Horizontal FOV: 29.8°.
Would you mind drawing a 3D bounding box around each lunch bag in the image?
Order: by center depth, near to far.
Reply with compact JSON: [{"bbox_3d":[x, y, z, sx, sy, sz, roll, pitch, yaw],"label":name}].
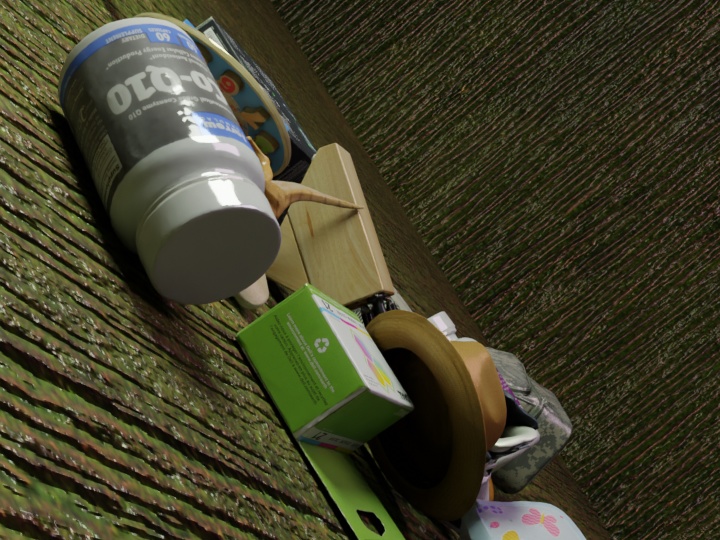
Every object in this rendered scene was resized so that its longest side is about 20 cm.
[{"bbox_3d":[0.186,0.319,1.286,0.200,0.127,0.170,43,10,-33],"label":"lunch bag"},{"bbox_3d":[0.179,0.189,1.851,0.168,0.139,0.200,38,9,-9],"label":"lunch bag"}]

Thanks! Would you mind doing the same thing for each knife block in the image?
[{"bbox_3d":[0.000,0.000,1.326,0.175,0.201,0.064,26,1,12],"label":"knife block"}]

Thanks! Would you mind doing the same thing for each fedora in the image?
[{"bbox_3d":[0.072,0.121,1.204,0.200,0.082,0.201,32,-48,45],"label":"fedora"}]

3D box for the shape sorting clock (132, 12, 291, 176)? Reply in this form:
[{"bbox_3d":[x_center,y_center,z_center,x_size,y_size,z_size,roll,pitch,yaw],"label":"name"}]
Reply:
[{"bbox_3d":[-0.148,-0.161,1.282,0.200,0.039,0.200,35,-19,14],"label":"shape sorting clock"}]

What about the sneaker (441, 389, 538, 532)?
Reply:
[{"bbox_3d":[0.117,0.179,1.302,0.129,0.079,0.200,15,-61,51],"label":"sneaker"}]

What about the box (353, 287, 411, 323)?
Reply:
[{"bbox_3d":[0.031,0.093,1.463,0.068,0.082,0.200,53,6,-25],"label":"box"}]

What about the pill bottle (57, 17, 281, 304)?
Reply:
[{"bbox_3d":[-0.136,-0.079,0.967,0.200,0.114,0.114,60,8,35],"label":"pill bottle"}]

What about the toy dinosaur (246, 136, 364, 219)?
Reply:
[{"bbox_3d":[-0.085,-0.067,1.225,0.106,0.060,0.200,61,31,-3],"label":"toy dinosaur"}]

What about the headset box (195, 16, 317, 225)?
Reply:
[{"bbox_3d":[-0.124,-0.158,1.515,0.174,0.093,0.200,57,7,18],"label":"headset box"}]

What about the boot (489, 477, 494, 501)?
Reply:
[{"bbox_3d":[0.090,0.179,1.493,0.202,0.071,0.144,62,5,11],"label":"boot"}]

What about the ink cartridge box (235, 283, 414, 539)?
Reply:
[{"bbox_3d":[-0.001,0.124,1.098,0.200,0.076,0.148,56,7,19],"label":"ink cartridge box"}]

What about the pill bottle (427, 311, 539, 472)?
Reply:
[{"bbox_3d":[0.125,0.156,1.685,0.200,0.112,0.112,57,7,10],"label":"pill bottle"}]

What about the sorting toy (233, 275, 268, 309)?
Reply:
[{"bbox_3d":[-0.149,-0.071,1.203,0.185,0.036,0.200,53,12,-23],"label":"sorting toy"}]
